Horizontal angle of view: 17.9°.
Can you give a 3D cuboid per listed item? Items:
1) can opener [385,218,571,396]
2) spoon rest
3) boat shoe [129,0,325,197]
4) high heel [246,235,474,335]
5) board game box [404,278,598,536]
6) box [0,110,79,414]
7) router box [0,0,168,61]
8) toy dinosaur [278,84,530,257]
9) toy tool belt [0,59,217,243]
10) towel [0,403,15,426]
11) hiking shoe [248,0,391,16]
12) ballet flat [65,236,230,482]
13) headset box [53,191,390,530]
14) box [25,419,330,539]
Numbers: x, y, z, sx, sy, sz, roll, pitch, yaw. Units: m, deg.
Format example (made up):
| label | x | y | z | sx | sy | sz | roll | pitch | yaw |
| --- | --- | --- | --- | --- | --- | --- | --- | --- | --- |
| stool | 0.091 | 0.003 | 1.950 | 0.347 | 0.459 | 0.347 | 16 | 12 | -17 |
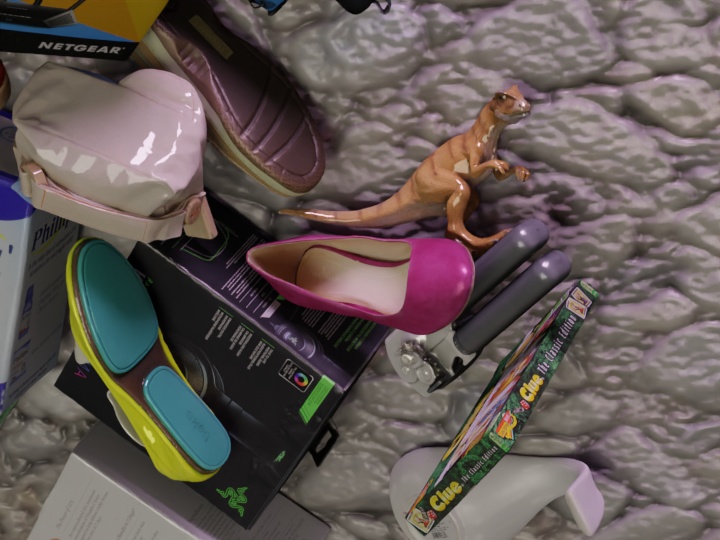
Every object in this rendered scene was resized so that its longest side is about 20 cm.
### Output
| label | x | y | z | sx | sy | sz | roll | pitch | yaw |
| --- | --- | --- | --- | --- | --- | --- | --- | --- | --- |
| can opener | 0.081 | 0.025 | 1.583 | 0.053 | 0.066 | 0.200 | 53 | 141 | 7 |
| spoon rest | 0.102 | 0.171 | 1.689 | 0.199 | 0.061 | 0.100 | -9 | 113 | 44 |
| boat shoe | -0.106 | -0.127 | 1.610 | 0.200 | 0.072 | 0.076 | 51 | 140 | 1 |
| high heel | 0.000 | 0.000 | 1.563 | 0.095 | 0.200 | 0.068 | 14 | 89 | -26 |
| board game box | 0.098 | 0.090 | 1.545 | 0.023 | 0.200 | 0.105 | 37 | 127 | 0 |
| box | -0.316 | -0.022 | 1.726 | 0.183 | 0.105 | 0.201 | 19 | 117 | 13 |
| router box | -0.217 | -0.198 | 1.462 | 0.149 | 0.199 | 0.051 | -46 | 50 | 51 |
| toy dinosaur | 0.054 | -0.054 | 1.582 | 0.200 | 0.060 | 0.107 | -35 | 86 | 26 |
| toy tool belt | -0.195 | -0.081 | 1.595 | 0.199 | 0.125 | 0.123 | 19 | 153 | 13 |
| towel | -0.373 | 0.067 | 1.866 | 0.200 | 0.031 | 0.149 | 39 | 126 | 1 |
| hiking shoe | -0.080 | -0.211 | 1.533 | 0.199 | 0.074 | 0.087 | 5 | 115 | 23 |
| ballet flat | -0.167 | 0.069 | 1.632 | 0.067 | 0.067 | 0.201 | -13 | 114 | 46 |
| headset box | -0.098 | 0.070 | 1.696 | 0.200 | 0.093 | 0.174 | 37 | 128 | 2 |
| box | -0.146 | 0.212 | 1.798 | 0.199 | 0.098 | 0.125 | 34 | 127 | 4 |
